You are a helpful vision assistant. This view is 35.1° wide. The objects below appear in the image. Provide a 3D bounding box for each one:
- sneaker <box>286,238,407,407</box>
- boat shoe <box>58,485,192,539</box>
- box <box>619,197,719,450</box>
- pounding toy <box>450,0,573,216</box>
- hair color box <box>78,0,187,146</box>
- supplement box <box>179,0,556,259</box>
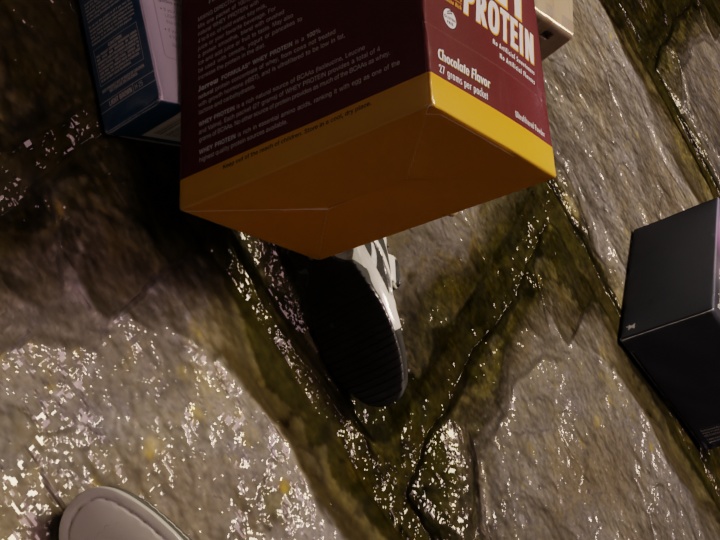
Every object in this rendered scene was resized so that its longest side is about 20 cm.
[{"bbox_3d":[0.000,0.000,0.856,0.088,0.074,0.202,-18,87,-53],"label":"sneaker"},{"bbox_3d":[-0.091,0.200,0.632,0.202,0.072,0.060,52,8,-3],"label":"boat shoe"},{"bbox_3d":[0.410,0.062,1.329,0.199,0.123,0.201,47,39,-24],"label":"box"},{"bbox_3d":[0.080,-0.187,0.888,0.141,0.184,0.201,26,52,-28],"label":"pounding toy"},{"bbox_3d":[-0.140,-0.190,0.787,0.100,0.060,0.202,4,69,-53],"label":"hair color box"},{"bbox_3d":[-0.001,-0.140,0.721,0.132,0.196,0.202,19,60,-48],"label":"supplement box"}]
